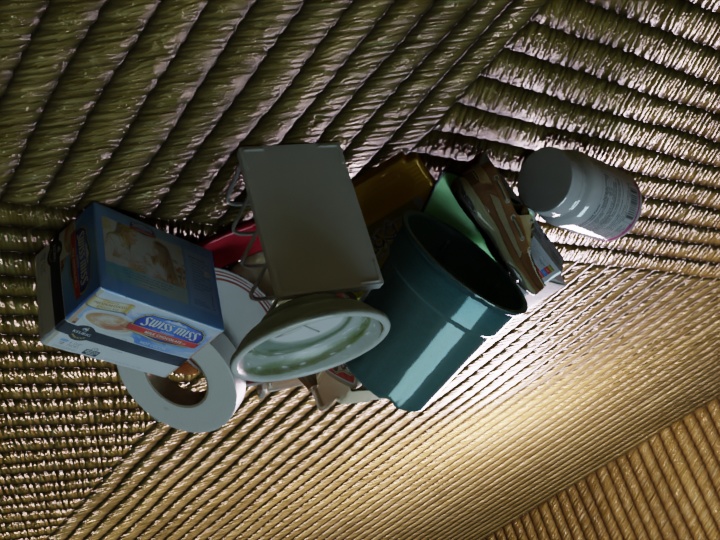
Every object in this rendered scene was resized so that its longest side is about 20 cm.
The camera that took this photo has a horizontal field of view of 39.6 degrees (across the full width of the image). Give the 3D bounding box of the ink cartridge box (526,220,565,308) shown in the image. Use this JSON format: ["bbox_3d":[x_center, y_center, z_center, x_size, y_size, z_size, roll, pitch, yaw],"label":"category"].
[{"bbox_3d":[0.204,0.008,1.588,0.199,0.150,0.085,-34,153,27],"label":"ink cartridge box"}]

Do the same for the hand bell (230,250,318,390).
[{"bbox_3d":[-0.108,0.080,1.429,0.102,0.203,0.105,-22,159,-9],"label":"hand bell"}]

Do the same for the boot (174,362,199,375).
[{"bbox_3d":[-0.281,0.093,1.506,0.152,0.078,0.201,-5,149,-6],"label":"boot"}]

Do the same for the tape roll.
[{"bbox_3d":[-0.260,0.146,1.447,0.203,0.202,0.037,-42,-171,37],"label":"tape roll"}]

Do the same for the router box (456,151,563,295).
[{"bbox_3d":[0.164,-0.037,1.444,0.178,0.201,0.049,-34,-167,27],"label":"router box"}]

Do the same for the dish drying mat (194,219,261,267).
[{"bbox_3d":[-0.225,-0.016,1.387,0.197,0.018,0.077,-24,153,4],"label":"dish drying mat"}]

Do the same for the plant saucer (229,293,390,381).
[{"bbox_3d":[-0.063,0.072,1.186,0.196,0.051,0.201,-15,158,-6],"label":"plant saucer"}]

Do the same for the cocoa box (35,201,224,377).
[{"bbox_3d":[-0.291,0.029,1.269,0.130,0.135,0.198,-35,142,28],"label":"cocoa box"}]

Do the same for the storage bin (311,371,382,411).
[{"bbox_3d":[0.007,0.123,1.606,0.197,0.201,0.094,2,143,-37],"label":"storage bin"}]

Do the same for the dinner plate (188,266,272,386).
[{"bbox_3d":[-0.189,0.077,1.410,0.200,0.200,0.024,-41,-172,37],"label":"dinner plate"}]

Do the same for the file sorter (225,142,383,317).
[{"bbox_3d":[-0.080,-0.038,1.249,0.136,0.203,0.125,-6,155,-26],"label":"file sorter"}]

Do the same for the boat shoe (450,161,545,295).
[{"bbox_3d":[0.199,-0.056,1.335,0.073,0.076,0.201,-37,115,-1],"label":"boat shoe"}]

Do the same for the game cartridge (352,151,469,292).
[{"bbox_3d":[0.050,-0.047,1.390,0.174,0.033,0.201,-29,118,16],"label":"game cartridge"}]

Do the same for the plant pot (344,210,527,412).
[{"bbox_3d":[0.081,0.062,1.301,0.198,0.201,0.197,13,120,-48],"label":"plant pot"}]

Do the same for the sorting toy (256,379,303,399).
[{"bbox_3d":[-0.106,0.170,1.738,0.196,0.109,0.180,-9,159,-23],"label":"sorting toy"}]

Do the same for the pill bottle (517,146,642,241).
[{"bbox_3d":[0.324,-0.114,1.484,0.113,0.115,0.198,-37,148,31],"label":"pill bottle"}]

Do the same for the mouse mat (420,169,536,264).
[{"bbox_3d":[0.135,-0.024,1.380,0.158,0.008,0.203,22,107,-20],"label":"mouse mat"}]

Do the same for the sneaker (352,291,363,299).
[{"bbox_3d":[0.000,0.000,1.521,0.075,0.107,0.200,-20,-174,19],"label":"sneaker"}]

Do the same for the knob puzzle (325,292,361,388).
[{"bbox_3d":[-0.052,0.080,1.451,0.030,0.222,0.221,-19,156,-30],"label":"knob puzzle"}]
